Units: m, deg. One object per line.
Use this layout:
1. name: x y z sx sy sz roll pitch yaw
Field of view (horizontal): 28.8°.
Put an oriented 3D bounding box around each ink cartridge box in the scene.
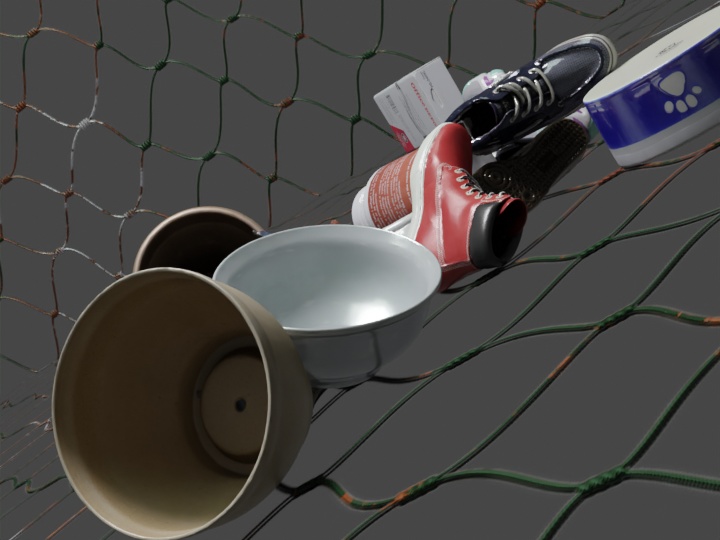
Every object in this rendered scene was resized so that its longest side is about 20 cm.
1. ink cartridge box: 0.131 -0.345 2.940 0.083 0.146 0.200 -34 7 -24

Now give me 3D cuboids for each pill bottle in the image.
1. pill bottle: 0.073 -0.086 1.677 0.112 0.112 0.200 -38 9 -30

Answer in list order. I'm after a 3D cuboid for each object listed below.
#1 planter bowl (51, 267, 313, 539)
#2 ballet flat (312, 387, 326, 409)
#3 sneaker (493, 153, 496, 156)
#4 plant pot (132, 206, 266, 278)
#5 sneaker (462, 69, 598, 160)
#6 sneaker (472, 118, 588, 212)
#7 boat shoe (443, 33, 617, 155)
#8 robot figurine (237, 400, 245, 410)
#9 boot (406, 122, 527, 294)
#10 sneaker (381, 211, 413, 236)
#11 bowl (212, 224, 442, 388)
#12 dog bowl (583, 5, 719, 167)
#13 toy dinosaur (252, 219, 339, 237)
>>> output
1. planter bowl: -0.119 0.103 1.088 0.200 0.201 0.135 -30 -18 23
2. ballet flat: -0.060 0.108 1.254 0.067 0.046 0.200 -29 9 35
3. sneaker: 0.189 -0.142 1.784 0.200 0.075 0.100 -35 27 -14
4. plant pot: -0.200 0.030 1.912 0.200 0.201 0.175 -34 -11 -8
5. sneaker: 0.177 -0.170 1.704 0.200 0.078 0.140 18 54 41
6. sneaker: 0.174 -0.092 1.545 0.200 0.071 0.076 -34 -12 -29
7. boat shoe: 0.180 -0.183 1.497 0.200 0.075 0.093 -35 -6 23
8. robot figurine: -0.177 0.128 1.310 0.200 0.150 0.125 -24 50 50
9. boot: 0.116 -0.078 1.394 0.144 0.072 0.201 -24 45 44
10. sneaker: 0.000 0.000 1.525 0.199 0.071 0.073 -24 -30 14
11. bowl: -0.028 0.041 1.235 0.200 0.091 0.201 -2 28 1
12. dog bowl: 0.326 -0.190 1.404 0.200 0.079 0.200 -32 8 5
13. toy dinosaur: -0.111 0.053 1.592 0.199 0.105 0.182 -12 -39 -24
